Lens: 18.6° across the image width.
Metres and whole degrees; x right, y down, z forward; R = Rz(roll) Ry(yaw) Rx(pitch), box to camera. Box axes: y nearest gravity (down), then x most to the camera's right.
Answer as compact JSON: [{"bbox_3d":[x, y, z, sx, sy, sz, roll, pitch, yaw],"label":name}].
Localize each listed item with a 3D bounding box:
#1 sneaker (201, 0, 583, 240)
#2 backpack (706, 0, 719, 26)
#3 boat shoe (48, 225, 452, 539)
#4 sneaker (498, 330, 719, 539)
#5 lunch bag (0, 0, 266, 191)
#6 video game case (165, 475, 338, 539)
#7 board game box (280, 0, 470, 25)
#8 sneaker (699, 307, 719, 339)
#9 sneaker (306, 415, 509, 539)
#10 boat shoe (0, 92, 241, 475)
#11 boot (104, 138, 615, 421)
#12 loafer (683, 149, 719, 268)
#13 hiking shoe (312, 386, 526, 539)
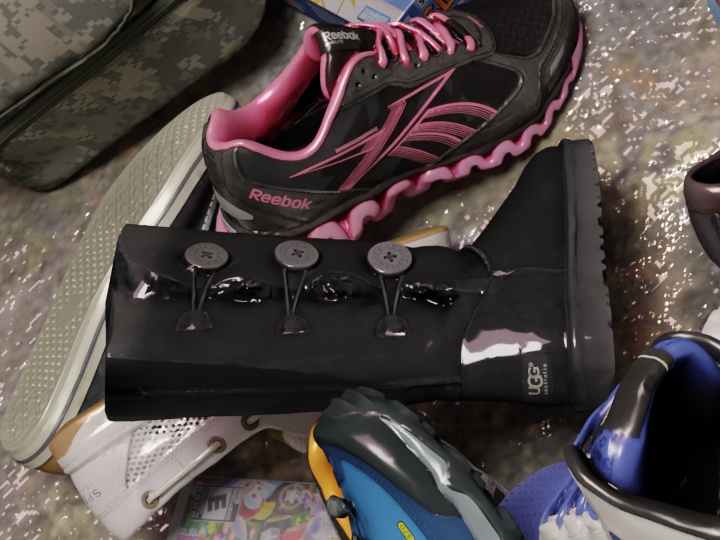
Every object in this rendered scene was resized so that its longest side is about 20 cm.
[{"bbox_3d":[0.013,-0.081,0.982,0.200,0.095,0.079,-35,46,-12],"label":"sneaker"},{"bbox_3d":[0.221,-0.172,0.896,0.200,0.135,0.183,-43,48,7],"label":"backpack"},{"bbox_3d":[-0.036,0.051,0.970,0.200,0.071,0.069,-31,89,-5],"label":"boat shoe"},{"bbox_3d":[0.102,0.069,0.714,0.081,0.115,0.199,-47,23,-20],"label":"sneaker"},{"bbox_3d":[-0.173,-0.145,1.076,0.200,0.168,0.140,-32,57,27],"label":"lunch bag"},{"bbox_3d":[-0.009,0.158,0.916,0.200,0.018,0.143,0,63,32],"label":"video game case"},{"bbox_3d":[-0.005,-0.195,1.113,0.200,0.034,0.135,32,83,40],"label":"board game box"},{"bbox_3d":[0.173,0.088,0.801,0.079,0.074,0.201,-25,51,31],"label":"sneaker"},{"bbox_3d":[0.045,0.120,0.844,0.078,0.077,0.200,-49,51,-5],"label":"sneaker"},{"bbox_3d":[-0.100,0.009,1.031,0.075,0.062,0.200,-5,58,60],"label":"boat shoe"},{"bbox_3d":[0.000,0.000,0.900,0.199,0.066,0.165,-3,29,5],"label":"boot"},{"bbox_3d":[0.210,-0.063,0.818,0.200,0.063,0.072,-37,26,4],"label":"loafer"},{"bbox_3d":[0.024,0.138,0.748,0.087,0.200,0.074,-27,6,-16],"label":"hiking shoe"}]
